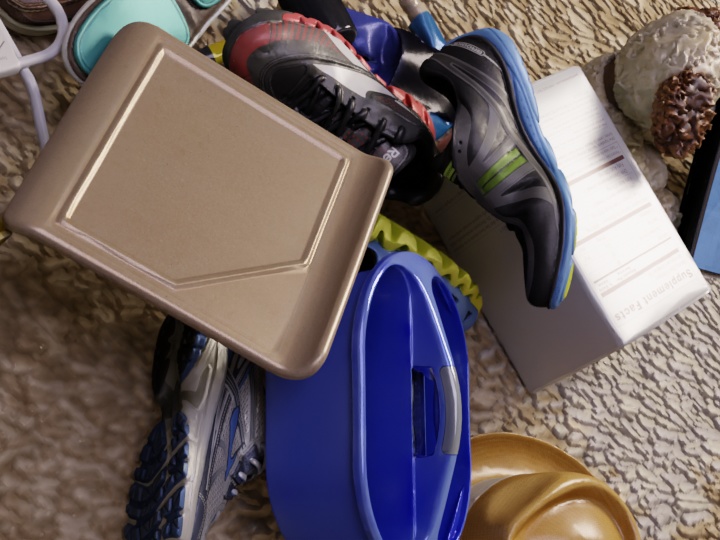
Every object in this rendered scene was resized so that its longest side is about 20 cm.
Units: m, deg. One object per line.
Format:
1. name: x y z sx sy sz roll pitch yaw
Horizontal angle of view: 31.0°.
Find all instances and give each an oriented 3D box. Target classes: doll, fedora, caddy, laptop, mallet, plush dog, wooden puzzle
1. doll: 0.027 -0.160 1.017 0.198 0.048 0.138 19 63 -24
2. fedora: 0.130 0.195 0.896 0.198 0.082 0.203 13 62 -26
3. caddy: 0.018 0.091 0.821 0.141 0.104 0.203 14 73 -56
4. laptop: 0.337 -0.085 1.088 0.114 0.200 0.190 14 93 7
5. mallet: -0.102 -0.162 0.917 0.198 0.041 0.067 -19 71 -15
6. plush dog: 0.225 -0.139 1.042 0.159 0.172 0.201 32 48 -14
7. wooden puzzle: -0.091 -0.044 0.786 0.198 0.037 0.186 27 49 -8

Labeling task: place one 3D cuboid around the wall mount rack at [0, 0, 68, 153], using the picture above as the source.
1. wall mount rack: -0.262 -0.098 0.798 0.199 0.075 0.175 -24 79 -37

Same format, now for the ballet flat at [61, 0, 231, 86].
1. ballet flat: -0.137 -0.182 0.889 0.069 0.069 0.200 46 58 -5

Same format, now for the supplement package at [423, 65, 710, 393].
1. supplement package: 0.148 -0.030 0.990 0.117 0.117 0.202 -25 83 -37

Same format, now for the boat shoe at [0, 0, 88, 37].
1. boat shoe: -0.175 -0.235 0.908 0.075 0.075 0.202 49 53 -3

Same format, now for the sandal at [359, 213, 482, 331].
1. sandal: 0.000 0.000 0.922 0.199 0.079 0.088 28 92 -26

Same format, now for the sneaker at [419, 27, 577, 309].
1. sneaker: 0.093 -0.065 0.882 0.082 0.071 0.202 -18 77 -3

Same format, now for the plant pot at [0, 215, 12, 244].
1. plant pot: -0.320 -0.014 0.631 0.200 0.200 0.177 43 95 -7

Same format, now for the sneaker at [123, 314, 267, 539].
1. sneaker: -0.087 0.111 0.808 0.084 0.077 0.202 22 59 -27

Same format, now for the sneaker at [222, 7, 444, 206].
1. sneaker: -0.010 -0.106 0.897 0.200 0.071 0.098 32 22 -38
